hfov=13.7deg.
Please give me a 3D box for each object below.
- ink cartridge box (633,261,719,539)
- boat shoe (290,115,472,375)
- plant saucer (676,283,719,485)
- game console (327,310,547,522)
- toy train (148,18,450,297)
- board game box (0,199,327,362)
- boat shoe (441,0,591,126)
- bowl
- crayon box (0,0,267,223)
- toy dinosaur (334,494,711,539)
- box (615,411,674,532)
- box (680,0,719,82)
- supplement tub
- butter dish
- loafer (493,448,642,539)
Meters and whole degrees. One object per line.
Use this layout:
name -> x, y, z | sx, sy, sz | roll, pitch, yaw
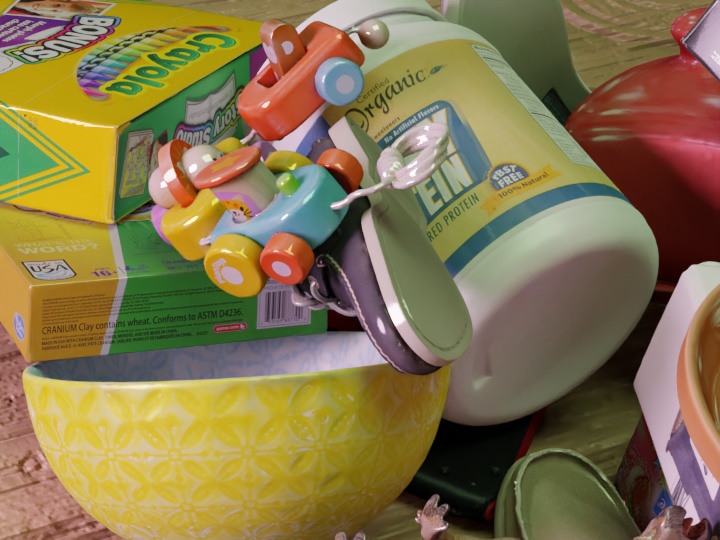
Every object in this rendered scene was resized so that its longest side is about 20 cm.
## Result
ink cartridge box -> 0.225, 0.097, 1.376 | 0.144, 0.084, 0.200 | 5, 42, -19
boat shoe -> 0.000, 0.000, 1.376 | 0.073, 0.063, 0.200 | 46, 13, -28
plant saucer -> 0.233, 0.072, 1.317 | 0.200, 0.032, 0.201 | 12, 40, -10
game console -> 0.003, 0.039, 1.564 | 0.200, 0.031, 0.177 | 23, 43, 6
toy train -> -0.038, -0.065, 1.388 | 0.056, 0.150, 0.200 | 48, -1, -23
board game box -> -0.121, -0.014, 1.500 | 0.153, 0.040, 0.200 | -5, 22, -21
boat shoe -> 0.079, -0.115, 1.666 | 0.070, 0.201, 0.071 | -47, 51, -9
bowl -> -0.054, 0.092, 1.394 | 0.199, 0.108, 0.200 | -3, 4, 0
crayon box -> -0.157, -0.094, 1.562 | 0.172, 0.058, 0.200 | 11, 23, 21
toy dinosaur -> 0.056, 0.167, 1.323 | 0.135, 0.200, 0.086 | 38, 34, -45
box -> 0.199, 0.141, 1.461 | 0.095, 0.100, 0.200 | 7, 41, -16
box -> 0.273, -0.061, 1.494 | 0.200, 0.044, 0.160 | 49, 25, 23
supplement tub -> 0.042, -0.035, 1.525 | 0.144, 0.145, 0.200 | -15, 52, -34
butter dish -> 0.192, -0.069, 1.610 | 0.199, 0.148, 0.200 | 5, 20, 29
loafer -> 0.120, 0.157, 1.433 | 0.075, 0.068, 0.200 | 6, 43, -25
